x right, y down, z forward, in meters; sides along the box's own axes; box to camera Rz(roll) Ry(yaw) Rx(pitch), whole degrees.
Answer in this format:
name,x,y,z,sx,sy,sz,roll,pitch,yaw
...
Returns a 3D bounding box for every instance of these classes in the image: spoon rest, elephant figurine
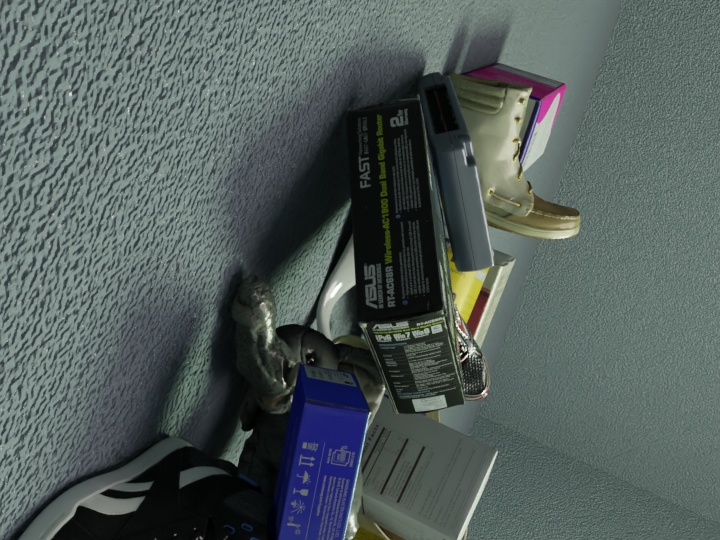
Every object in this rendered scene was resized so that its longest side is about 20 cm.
name,x,y,z,sx,sy,sz,roll,pitch,yaw
spoon rest,0.000,0.000,0.838,0.099,0.060,0.201,77,25,-69
elephant figurine,-0.044,0.104,0.690,0.155,0.141,0.201,-164,-100,-76

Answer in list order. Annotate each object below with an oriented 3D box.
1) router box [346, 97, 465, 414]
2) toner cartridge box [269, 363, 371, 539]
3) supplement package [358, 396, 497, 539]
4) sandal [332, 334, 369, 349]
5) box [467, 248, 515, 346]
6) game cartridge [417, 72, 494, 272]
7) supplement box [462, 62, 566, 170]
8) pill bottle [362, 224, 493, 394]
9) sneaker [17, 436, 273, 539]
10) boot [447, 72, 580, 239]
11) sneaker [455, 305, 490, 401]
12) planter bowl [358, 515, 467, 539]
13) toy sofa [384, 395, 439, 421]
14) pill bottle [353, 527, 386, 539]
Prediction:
name,x,y,z,sx,sy,sz,roll,pitch,yaw
router box,0.036,-0.011,0.689,0.150,0.062,0.201,69,14,-55
toner cartridge box,-0.038,0.171,0.580,0.095,0.043,0.201,-123,-136,-81
supplement package,0.036,0.220,0.983,0.110,0.199,0.114,-59,165,-26
sandal,-0.036,0.147,0.847,0.057,0.080,0.202,-45,-157,62
box,0.136,0.059,1.292,0.201,0.109,0.128,-71,165,12
game cartridge,0.085,-0.088,0.800,0.200,0.041,0.134,-92,172,-61
supplement box,0.182,-0.191,1.100,0.200,0.103,0.102,-36,145,-63
pill bottle,0.069,0.046,1.020,0.201,0.112,0.112,-68,166,1
sneaker,-0.116,0.168,0.520,0.200,0.111,0.073,-35,144,-65
boot,0.169,-0.126,0.972,0.072,0.199,0.155,-97,-157,-72
sneaker,0.076,0.068,0.924,0.081,0.200,0.075,-44,-155,-11
planter bowl,0.028,0.330,1.194,0.135,0.200,0.200,-45,179,32
toy sofa,0.064,0.196,1.126,0.083,0.097,0.201,94,-4,-51
pill bottle,-0.006,0.353,0.997,0.112,0.199,0.112,-60,164,-29
